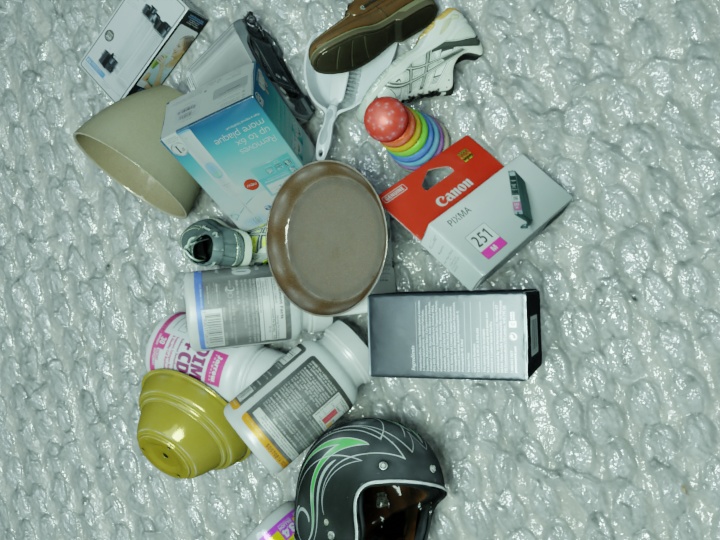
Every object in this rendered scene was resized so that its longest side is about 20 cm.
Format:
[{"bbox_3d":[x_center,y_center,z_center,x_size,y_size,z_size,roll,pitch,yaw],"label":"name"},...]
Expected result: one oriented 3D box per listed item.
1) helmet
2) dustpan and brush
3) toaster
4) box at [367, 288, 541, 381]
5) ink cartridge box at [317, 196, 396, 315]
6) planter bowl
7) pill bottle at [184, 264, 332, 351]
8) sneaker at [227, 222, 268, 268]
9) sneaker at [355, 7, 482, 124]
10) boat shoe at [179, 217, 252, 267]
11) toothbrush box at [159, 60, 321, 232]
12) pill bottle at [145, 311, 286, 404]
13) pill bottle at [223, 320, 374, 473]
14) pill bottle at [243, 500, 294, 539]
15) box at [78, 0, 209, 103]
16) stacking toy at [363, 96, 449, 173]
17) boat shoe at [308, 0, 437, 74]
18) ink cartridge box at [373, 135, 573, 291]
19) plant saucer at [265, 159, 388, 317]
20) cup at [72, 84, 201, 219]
[{"bbox_3d":[0.012,0.292,0.925,0.199,0.200,0.192,18,81,20],"label":"helmet"},{"bbox_3d":[-0.031,-0.254,1.007,0.139,0.057,0.201,12,94,20],"label":"dustpan and brush"},{"bbox_3d":[-0.171,-0.273,1.033,0.129,0.114,0.201,-33,81,20],"label":"toaster"},{"bbox_3d":[0.126,0.079,0.902,0.199,0.148,0.108,-2,89,20],"label":"box"},{"bbox_3d":[0.000,0.000,0.966,0.068,0.116,0.201,-6,87,21],"label":"ink cartridge box"},{"bbox_3d":[-0.268,0.248,1.031,0.200,0.084,0.201,17,134,19],"label":"planter bowl"},{"bbox_3d":[-0.143,0.049,0.985,0.199,0.114,0.114,-5,88,-11],"label":"pill bottle"},{"bbox_3d":[-0.130,-0.057,1.038,0.200,0.075,0.077,-34,79,16],"label":"sneaker"},{"bbox_3d":[0.083,-0.260,0.945,0.200,0.076,0.088,-44,98,5],"label":"sneaker"},{"bbox_3d":[-0.235,-0.041,1.043,0.200,0.062,0.073,13,101,51],"label":"boat shoe"},{"bbox_3d":[-0.155,-0.164,0.962,0.146,0.200,0.086,-19,48,17],"label":"toothbrush box"},{"bbox_3d":[-0.212,0.141,1.048,0.199,0.113,0.114,16,96,20],"label":"pill bottle"},{"bbox_3d":[-0.076,0.167,0.938,0.200,0.116,0.116,-39,76,-13],"label":"pill bottle"},{"bbox_3d":[-0.076,0.443,1.003,0.200,0.104,0.104,46,105,14],"label":"pill bottle"},{"bbox_3d":[-0.354,-0.372,1.129,0.200,0.060,0.117,-47,75,14],"label":"box"},{"bbox_3d":[0.054,-0.178,0.901,0.085,0.200,0.086,0,91,21],"label":"stacking toy"},{"bbox_3d":[0.007,-0.339,0.963,0.199,0.072,0.068,-28,72,-15],"label":"boat shoe"},{"bbox_3d":[0.146,-0.092,0.884,0.174,0.200,0.044,45,148,14],"label":"ink cartridge box"},{"bbox_3d":[-0.041,-0.041,0.899,0.199,0.032,0.201,0,91,35],"label":"plant saucer"},{"bbox_3d":[-0.308,-0.195,1.060,0.200,0.200,0.144,28,74,18],"label":"cup"}]
